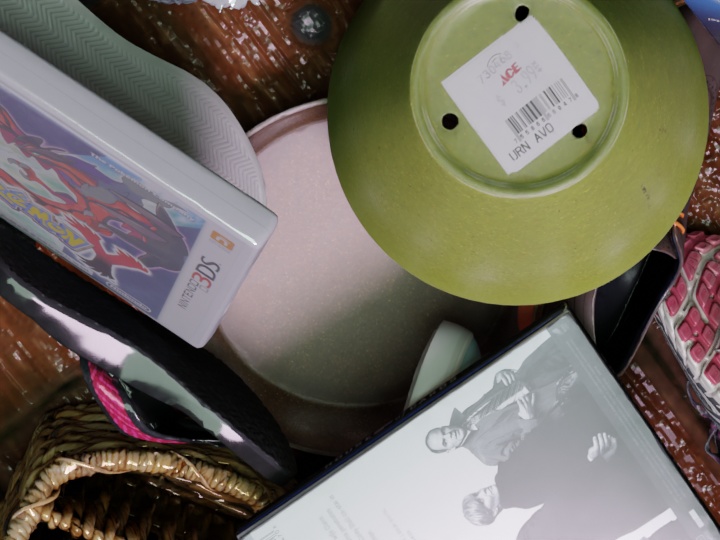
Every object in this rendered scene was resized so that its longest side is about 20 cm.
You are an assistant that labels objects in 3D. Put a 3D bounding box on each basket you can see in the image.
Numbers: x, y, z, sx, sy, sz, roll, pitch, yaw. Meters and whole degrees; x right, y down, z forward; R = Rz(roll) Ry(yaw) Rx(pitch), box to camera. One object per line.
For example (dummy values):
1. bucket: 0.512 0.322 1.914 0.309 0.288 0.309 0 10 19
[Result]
1. basket: -0.095 0.170 1.381 0.199 0.149 0.143 25 108 -12

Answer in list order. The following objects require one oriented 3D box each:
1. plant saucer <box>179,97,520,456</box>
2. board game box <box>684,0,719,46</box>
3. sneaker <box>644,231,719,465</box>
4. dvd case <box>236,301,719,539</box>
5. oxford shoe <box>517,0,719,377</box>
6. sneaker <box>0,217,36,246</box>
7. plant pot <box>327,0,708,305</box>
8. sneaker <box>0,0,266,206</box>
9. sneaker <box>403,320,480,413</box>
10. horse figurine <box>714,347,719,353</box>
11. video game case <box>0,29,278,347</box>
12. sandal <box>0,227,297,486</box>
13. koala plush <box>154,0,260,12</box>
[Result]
1. plant saucer: 0.000 0.000 1.381 0.199 0.035 0.201 -1 111 -2
2. board game box: 0.226 -0.143 1.238 0.199 0.200 0.062 11 81 10
3. sneaker: 0.205 0.071 1.404 0.081 0.075 0.200 -40 101 -33
4. dvd case: 0.061 0.133 1.321 0.200 0.025 0.151 -34 98 6
5. oxford shoe: 0.148 -0.039 1.339 0.071 0.072 0.201 14 100 -30
6. sneaker: -0.265 -0.027 1.330 0.199 0.075 0.082 27 106 -14
7. plant pot: 0.072 -0.076 1.203 0.186 0.200 0.188 0 90 2
8. sneaker: -0.139 -0.080 1.313 0.200 0.115 0.074 44 70 -31
9. sneaker: 0.055 0.126 1.368 0.081 0.074 0.201 8 105 4
10. horse figurine: 0.289 0.051 1.385 0.200 0.050 0.133 43 71 -23
11. video game case: -0.140 -0.046 1.252 0.200 0.182 0.023 34 70 -1
12. sandal: -0.117 0.050 1.334 0.200 0.075 0.045 35 103 -17
13. koala plush: -0.114 -0.206 1.223 0.184 0.177 0.200 -40 106 -7
